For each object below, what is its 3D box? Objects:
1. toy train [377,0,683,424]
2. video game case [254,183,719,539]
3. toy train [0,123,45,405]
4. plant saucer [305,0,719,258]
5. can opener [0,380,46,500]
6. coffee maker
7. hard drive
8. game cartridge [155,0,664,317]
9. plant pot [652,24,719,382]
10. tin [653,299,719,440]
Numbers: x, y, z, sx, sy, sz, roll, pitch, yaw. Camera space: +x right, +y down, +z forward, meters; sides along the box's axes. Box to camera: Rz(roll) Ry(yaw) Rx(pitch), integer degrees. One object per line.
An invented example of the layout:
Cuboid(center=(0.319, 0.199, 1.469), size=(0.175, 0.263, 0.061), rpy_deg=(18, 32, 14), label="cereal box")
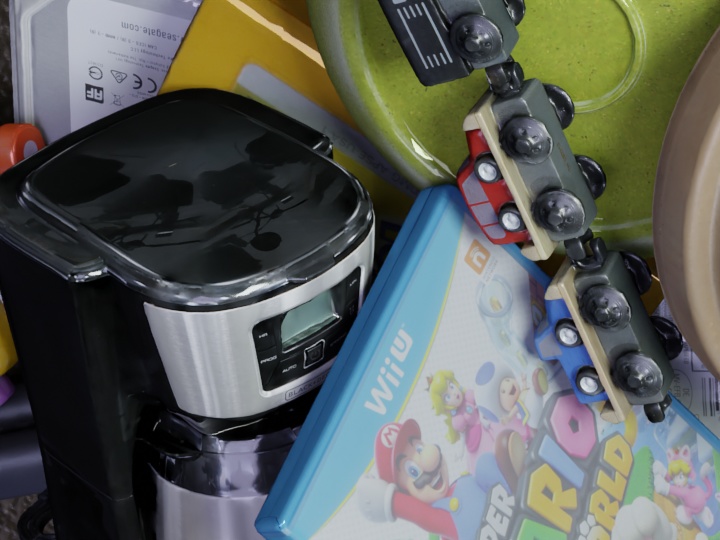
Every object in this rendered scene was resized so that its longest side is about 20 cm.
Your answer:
Cuboid(center=(0.055, -0.030, 0.986), size=(0.046, 0.034, 0.200), rpy_deg=(-13, 115, 31), label="toy train")
Cuboid(center=(0.063, 0.086, 1.027), size=(0.200, 0.143, 0.018), rpy_deg=(42, 150, -28), label="video game case")
Cuboid(center=(-0.202, -0.006, 1.212), size=(0.150, 0.056, 0.200), rpy_deg=(35, 134, 6), label="toy train")
Cuboid(center=(0.071, -0.083, 0.986), size=(0.200, 0.031, 0.200), rpy_deg=(10, 123, 15), label="plant saucer")
Cuboid(center=(-0.171, 0.088, 1.287), size=(0.200, 0.053, 0.067), rpy_deg=(-11, 140, 19), label="can opener")
Cuboid(center=(-0.072, 0.046, 1.081), size=(0.192, 0.135, 0.200), rpy_deg=(9, 125, 25), label="coffee maker")
Cuboid(center=(-0.070, -0.043, 1.173), size=(0.140, 0.038, 0.200), rpy_deg=(15, 130, 16), label="hard drive")
Cuboid(center=(0.000, 0.000, 1.115), size=(0.200, 0.032, 0.176), rpy_deg=(35, 131, 6), label="game cartridge")
Cuboid(center=(0.202, -0.018, 0.950), size=(0.201, 0.093, 0.201), rpy_deg=(-10, 119, -18), label="plant pot")
Cuboid(center=(0.154, -0.012, 1.084), size=(0.112, 0.042, 0.200), rpy_deg=(-1, 110, 11), label="tin")
